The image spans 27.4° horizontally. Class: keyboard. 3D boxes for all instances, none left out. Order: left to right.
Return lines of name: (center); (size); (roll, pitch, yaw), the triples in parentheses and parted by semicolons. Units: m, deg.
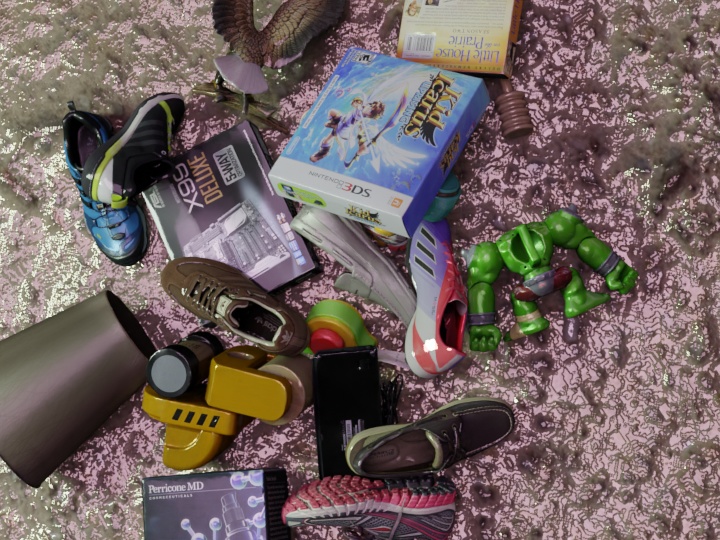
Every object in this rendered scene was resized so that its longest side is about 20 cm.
keyboard: (-0.001, 0.183, 1.698); (0.103, 0.040, 0.202); (-4, 103, -5)

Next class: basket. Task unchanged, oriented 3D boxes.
basket: (-0.349, 0.124, 1.738); (0.199, 0.136, 0.181); (-35, 80, 1)

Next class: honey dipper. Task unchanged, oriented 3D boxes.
honey dipper: (0.161, -0.255, 1.733); (0.038, 0.038, 0.201); (-16, 78, 8)

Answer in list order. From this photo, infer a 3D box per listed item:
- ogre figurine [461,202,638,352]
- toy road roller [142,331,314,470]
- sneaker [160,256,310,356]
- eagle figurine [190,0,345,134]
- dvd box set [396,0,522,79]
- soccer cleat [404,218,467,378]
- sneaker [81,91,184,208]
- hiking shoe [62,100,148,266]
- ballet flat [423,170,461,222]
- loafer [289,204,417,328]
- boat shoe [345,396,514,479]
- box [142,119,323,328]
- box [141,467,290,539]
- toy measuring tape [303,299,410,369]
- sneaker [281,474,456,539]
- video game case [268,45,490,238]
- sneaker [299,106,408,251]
ogre figurine: (0.202, 0.003, 1.665); (0.199, 0.098, 0.121); (-22, 92, 19)
toy road roller: (-0.154, 0.161, 1.705); (0.198, 0.123, 0.147); (10, 100, 12)
sneaker: (-0.149, 0.033, 1.682); (0.199, 0.076, 0.071); (24, 88, 17)
eagle figurine: (-0.122, -0.286, 1.744); (0.150, 0.151, 0.201); (26, 94, 32)
dvd box set: (0.123, -0.327, 1.728); (0.145, 0.029, 0.202); (6, 85, 30)
soccer cleat: (0.093, 0.020, 1.659); (0.073, 0.068, 0.201); (-24, 54, 45)
sneaker: (-0.248, -0.133, 1.737); (0.082, 0.072, 0.200); (23, 48, 14)
hiking shoe: (-0.318, -0.099, 1.776); (0.074, 0.087, 0.201); (-23, 80, 7)
ballet flat: (0.059, -0.133, 1.712); (0.067, 0.071, 0.201); (-1, 48, -24)
loafer: (0.000, 0.000, 1.707); (0.070, 0.070, 0.200); (-41, 87, -1)
boat shoe: (0.084, 0.198, 1.659); (0.199, 0.065, 0.074); (-18, 105, -5)
box: (-0.156, -0.055, 1.760); (0.157, 0.050, 0.201); (-26, 80, 8)
box: (-0.161, 0.331, 1.688); (0.147, 0.107, 0.202); (-6, 82, 10)
toy measuring tape: (0.004, 0.074, 1.701); (0.198, 0.074, 0.074); (9, 85, 15)
sneaker: (0.010, 0.277, 1.658); (0.198, 0.081, 0.075); (1, 104, -6)
video game case: (0.022, -0.150, 1.660); (0.180, 0.046, 0.201); (19, 66, 27)
sneaker: (-0.001, -0.116, 1.722); (0.078, 0.082, 0.200); (-40, 78, 4)
